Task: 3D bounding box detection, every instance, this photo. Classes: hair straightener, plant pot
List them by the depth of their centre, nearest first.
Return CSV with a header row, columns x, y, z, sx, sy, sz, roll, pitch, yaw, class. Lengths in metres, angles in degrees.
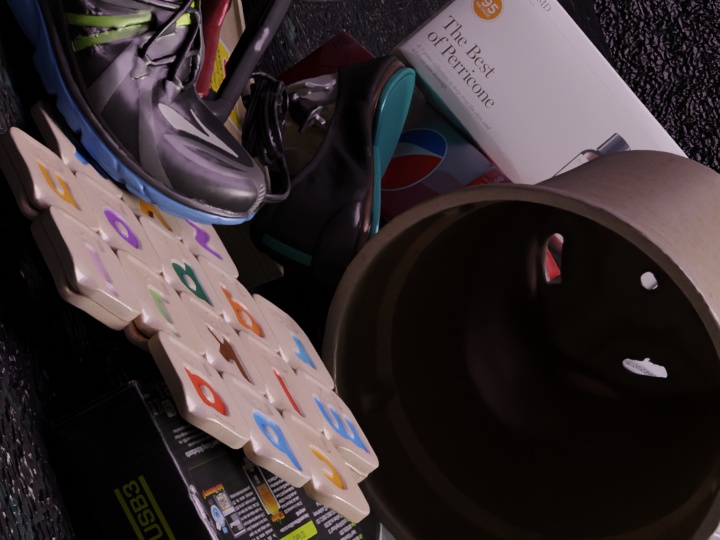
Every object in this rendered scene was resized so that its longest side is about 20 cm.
x,y,z,sx,sy,sz,roll,pitch,yaw,class
-0.044,-0.091,1.232,0.077,0.041,0.200,30,27,-15,hair straightener
0.110,0.031,1.255,0.183,0.200,0.200,-36,107,-59,plant pot

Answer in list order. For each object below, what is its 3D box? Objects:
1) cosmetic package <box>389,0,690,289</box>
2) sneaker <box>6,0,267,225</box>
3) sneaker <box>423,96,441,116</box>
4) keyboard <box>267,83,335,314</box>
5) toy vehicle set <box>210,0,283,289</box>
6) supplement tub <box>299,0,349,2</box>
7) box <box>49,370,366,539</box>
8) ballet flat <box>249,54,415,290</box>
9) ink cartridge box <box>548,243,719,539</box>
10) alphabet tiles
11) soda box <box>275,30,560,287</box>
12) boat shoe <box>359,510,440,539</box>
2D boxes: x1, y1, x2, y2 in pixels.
x,y,z,sx,sy,sz,roll,pitch,yaw,class
0.111,-0.064,1.394,0.200,0.083,0.051,49,-4,-4,cosmetic package
-0.093,-0.107,1.102,0.200,0.083,0.071,62,16,-7,sneaker
0.069,-0.076,1.515,0.079,0.200,0.096,9,61,-40,sneaker
0.000,0.000,1.386,0.104,0.040,0.200,108,-39,-68,keyboard
-0.084,-0.103,1.302,0.124,0.027,0.200,55,20,-51,toy vehicle set
-0.014,-0.235,1.530,0.200,0.145,0.145,-71,141,-70,supplement tub
-0.035,0.128,1.072,0.193,0.048,0.200,64,12,2,box
-0.016,-0.059,1.297,0.200,0.068,0.068,-76,179,-63,ballet flat
0.123,0.075,1.438,0.147,0.083,0.200,28,35,-38,ink cartridge box
-0.068,0.017,1.071,0.200,0.015,0.196,37,16,-46,alphabet tiles
0.023,-0.048,1.425,0.200,0.063,0.070,47,-11,50,soda box
0.012,0.134,1.266,0.072,0.069,0.200,55,20,-51,boat shoe
